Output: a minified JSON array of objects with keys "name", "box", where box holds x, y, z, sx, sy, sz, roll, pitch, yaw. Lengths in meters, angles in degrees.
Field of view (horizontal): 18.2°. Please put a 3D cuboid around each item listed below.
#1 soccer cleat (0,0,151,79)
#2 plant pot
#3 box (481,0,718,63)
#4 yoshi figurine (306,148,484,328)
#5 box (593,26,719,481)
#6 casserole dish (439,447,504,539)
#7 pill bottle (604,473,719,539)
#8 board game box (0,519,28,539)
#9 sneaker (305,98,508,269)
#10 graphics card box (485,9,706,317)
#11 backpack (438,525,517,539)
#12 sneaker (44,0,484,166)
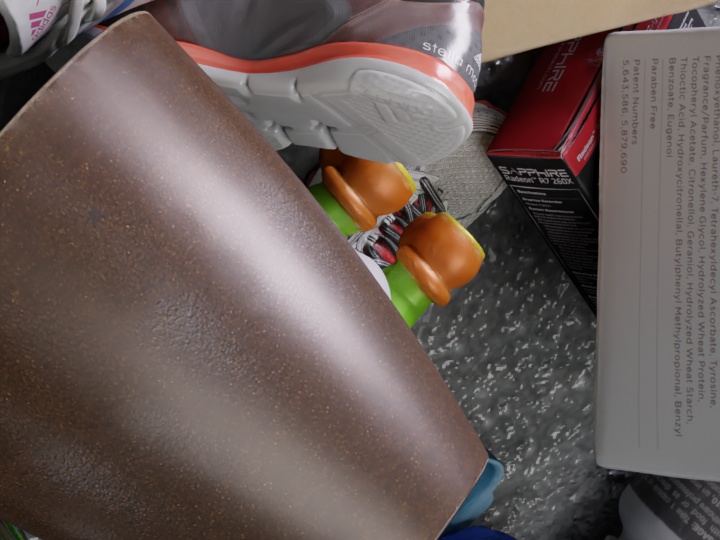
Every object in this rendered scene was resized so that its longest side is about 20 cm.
[{"name":"soccer cleat","box":[-0.101,-0.117,0.843,0.199,0.086,0.070,-29,115,5]},{"name":"plant pot","box":[-0.058,0.041,0.816,0.200,0.187,0.187,38,96,0]},{"name":"box","box":[0.074,-0.175,0.954,0.199,0.021,0.164,-17,113,-31]},{"name":"yoshi figurine","box":[-0.048,0.036,0.958,0.200,0.112,0.112,-46,155,-8]},{"name":"box","box":[0.215,-0.007,1.029,0.198,0.130,0.201,0,91,-50]},{"name":"casserole dish","box":[-0.021,0.109,1.084,0.199,0.039,0.121,4,141,-41]},{"name":"pill bottle","box":[0.211,0.122,1.203,0.113,0.113,0.200,35,97,-38]},{"name":"board game box","box":[-0.200,0.108,0.916,0.103,0.200,0.105,-35,127,-7]},{"name":"sneaker","box":[0.000,0.000,1.040,0.200,0.082,0.078,-41,128,-3]},{"name":"graphics card box","box":[0.146,-0.039,1.086,0.200,0.051,0.126,51,57,-38]},{"name":"backpack","box":[0.028,0.225,1.107,0.199,0.163,0.168,-30,130,7]},{"name":"sneaker","box":[-0.038,-0.096,0.902,0.077,0.199,0.082,61,44,-58]}]
